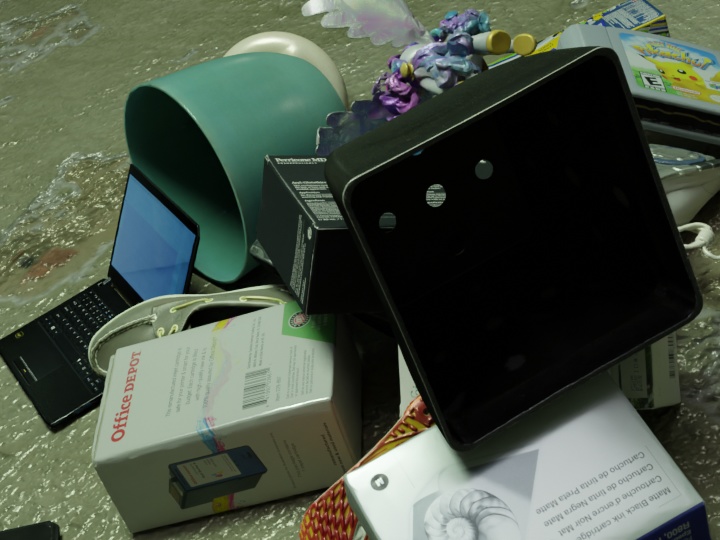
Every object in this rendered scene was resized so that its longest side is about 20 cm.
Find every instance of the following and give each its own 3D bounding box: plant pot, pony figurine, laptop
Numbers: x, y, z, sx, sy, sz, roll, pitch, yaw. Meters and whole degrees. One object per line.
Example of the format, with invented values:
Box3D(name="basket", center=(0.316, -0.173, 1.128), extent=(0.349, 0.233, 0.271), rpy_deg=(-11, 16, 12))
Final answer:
Box3D(name="plant pot", center=(-0.102, -0.113, 1.475), extent=(0.160, 0.202, 0.200), rpy_deg=(-29, 33, -27))
Box3D(name="plant pot", center=(0.083, -0.032, 1.067), extent=(0.198, 0.202, 0.177), rpy_deg=(-28, 21, -9))
Box3D(name="pony figurine", center=(0.058, -0.181, 1.409), extent=(0.191, 0.169, 0.199), rpy_deg=(-6, 11, -34))
Box3D(name="laptop", center=(-0.246, 0.019, 1.442), extent=(0.199, 0.104, 0.177), rpy_deg=(-31, 34, -14))

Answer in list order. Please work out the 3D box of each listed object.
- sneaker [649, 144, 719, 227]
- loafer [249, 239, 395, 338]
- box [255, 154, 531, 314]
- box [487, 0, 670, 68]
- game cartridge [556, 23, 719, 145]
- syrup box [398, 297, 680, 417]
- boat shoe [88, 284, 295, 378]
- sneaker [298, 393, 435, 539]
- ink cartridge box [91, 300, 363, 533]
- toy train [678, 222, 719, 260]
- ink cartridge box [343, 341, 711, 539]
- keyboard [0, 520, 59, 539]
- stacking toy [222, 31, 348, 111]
Box3D(name="sneaker", center=(0.236, -0.049, 1.295), extent=(0.074, 0.088, 0.199), rpy_deg=(20, 32, 41))
Box3D(name="loafer", center=(0.000, 0.000, 1.313), extent=(0.199, 0.073, 0.073), rpy_deg=(29, 84, 22))
Box3D(name="box", center=(0.032, -0.031, 1.235), extent=(0.198, 0.080, 0.141), rpy_deg=(-1, 29, -20))
Box3D(name="box", center=(0.202, -0.188, 1.510), extent=(0.198, 0.071, 0.064), rpy_deg=(-24, 31, -4))
Box3D(name="game cartridge", center=(0.274, -0.164, 1.381), extent=(0.198, 0.041, 0.134), rpy_deg=(11, 30, -10))
Box3D(name="syrup box", center=(0.130, 0.065, 1.159), extent=(0.198, 0.080, 0.081), rpy_deg=(-5, -4, 26))
Box3D(name="boat shoe", center=(-0.141, 0.056, 1.342), extent=(0.199, 0.073, 0.060), rpy_deg=(-12, 8, 3))
Box3D(name="sneaker", center=(0.038, 0.140, 1.114), extent=(0.199, 0.077, 0.073), rpy_deg=(-34, 77, -2))
Box3D(name="ink cartridge box", center=(-0.102, 0.111, 1.247), extent=(0.198, 0.088, 0.146), rpy_deg=(-14, 34, 9))
Box3D(name="toy train", center=(0.344, -0.044, 1.247), extent=(0.199, 0.056, 0.149), rpy_deg=(-38, 35, -28))
Box3D(name="ink cartridge box", center=(0.117, 0.170, 1.014), extent=(0.198, 0.041, 0.201), rpy_deg=(-28, 57, -10))
Box3D(name="keyboard", center=(-0.295, 0.274, 1.188), extent=(0.126, 0.021, 0.201), rpy_deg=(-12, 33, 4))
Box3D(name="stacking toy", center=(-0.071, -0.192, 1.657), extent=(0.144, 0.148, 0.200), rpy_deg=(-13, 15, 13))
